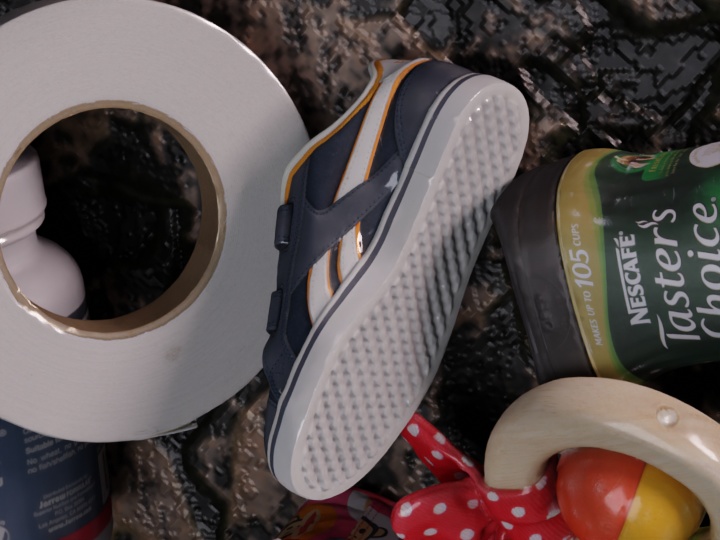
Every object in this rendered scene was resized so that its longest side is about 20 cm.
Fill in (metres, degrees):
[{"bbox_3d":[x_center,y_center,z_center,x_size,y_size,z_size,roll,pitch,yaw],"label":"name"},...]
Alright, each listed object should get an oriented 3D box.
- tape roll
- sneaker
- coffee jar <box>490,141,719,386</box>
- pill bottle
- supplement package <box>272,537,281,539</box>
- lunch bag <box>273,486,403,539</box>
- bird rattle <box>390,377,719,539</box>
[{"bbox_3d":[-0.115,-0.023,1.150,0.202,0.037,0.204,-3,99,-17],"label":"tape roll"},{"bbox_3d":[0.000,0.000,1.132,0.079,0.078,0.201,24,85,38],"label":"sneaker"},{"bbox_3d":[0.158,-0.009,1.085,0.199,0.085,0.105,-10,107,25],"label":"coffee jar"},{"bbox_3d":[-0.187,0.044,1.225,0.119,0.120,0.201,3,111,21],"label":"pill bottle"},{"bbox_3d":[0.007,0.236,1.132,0.199,0.120,0.122,27,123,11],"label":"supplement package"},{"bbox_3d":[0.028,0.216,1.235,0.199,0.082,0.177,24,122,12],"label":"lunch bag"},{"bbox_3d":[0.109,0.100,1.123,0.200,0.113,0.163,32,142,11],"label":"bird rattle"}]
